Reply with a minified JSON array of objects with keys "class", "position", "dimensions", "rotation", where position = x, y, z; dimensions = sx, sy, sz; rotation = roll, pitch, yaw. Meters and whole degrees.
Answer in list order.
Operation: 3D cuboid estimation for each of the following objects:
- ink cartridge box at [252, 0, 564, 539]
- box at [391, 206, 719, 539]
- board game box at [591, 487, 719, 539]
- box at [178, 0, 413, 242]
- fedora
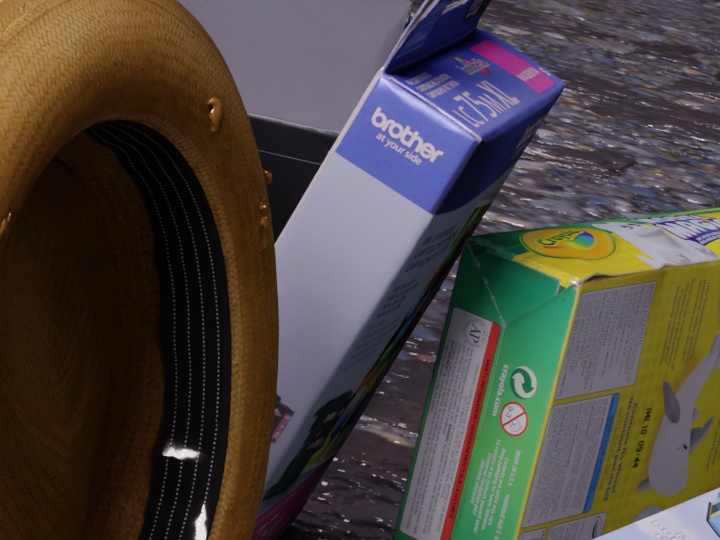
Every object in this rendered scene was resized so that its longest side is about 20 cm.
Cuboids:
[{"class":"ink cartridge box","position":[0.000,0.000,0.854],"dimensions":[0.042,0.200,0.119],"rotation":[31,17,7]},{"class":"box","position":[0.091,0.041,0.937],"dimensions":[0.048,0.118,0.200],"rotation":[23,17,34]},{"class":"board game box","position":[0.112,0.119,0.685],"dimensions":[0.151,0.037,0.200],"rotation":[47,27,17]},{"class":"box","position":[-0.091,-0.042,1.034],"dimensions":[0.199,0.141,0.079],"rotation":[13,49,5]},{"class":"fedora","position":[-0.088,0.029,0.675],"dimensions":[0.082,0.201,0.200],"rotation":[8,11,25]}]
